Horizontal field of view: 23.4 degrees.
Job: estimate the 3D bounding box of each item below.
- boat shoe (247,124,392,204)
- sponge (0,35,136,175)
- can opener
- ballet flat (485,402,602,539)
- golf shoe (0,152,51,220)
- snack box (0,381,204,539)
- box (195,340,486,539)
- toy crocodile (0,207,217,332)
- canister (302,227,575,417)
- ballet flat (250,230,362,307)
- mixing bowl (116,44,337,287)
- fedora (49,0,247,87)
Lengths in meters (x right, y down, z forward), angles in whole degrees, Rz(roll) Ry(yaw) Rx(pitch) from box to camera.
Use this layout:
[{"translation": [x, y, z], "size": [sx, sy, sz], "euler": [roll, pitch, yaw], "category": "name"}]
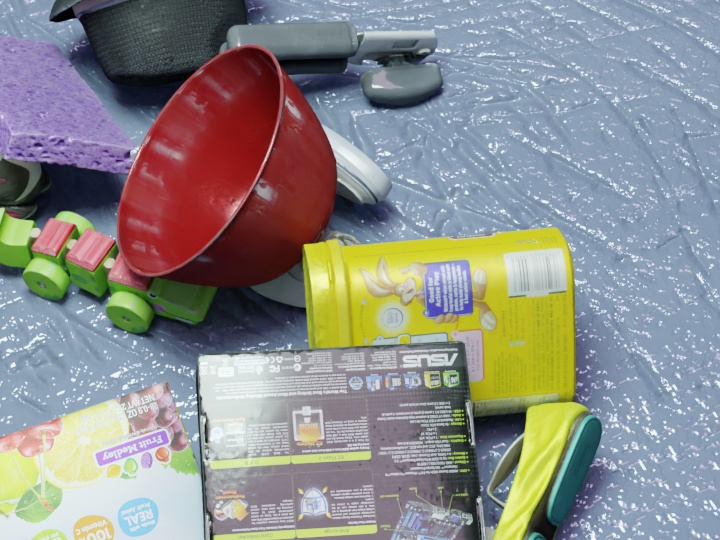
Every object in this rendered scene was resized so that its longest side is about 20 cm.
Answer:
[{"translation": [-0.065, -0.094, 1.474], "size": [0.199, 0.074, 0.067], "euler": [30, 77, 30], "category": "boat shoe"}, {"translation": [-0.276, -0.144, 1.463], "size": [0.111, 0.030, 0.200], "euler": [4, 29, -35], "category": "sponge"}, {"translation": [-0.021, -0.178, 1.502], "size": [0.198, 0.053, 0.067], "euler": [-5, 68, -23], "category": "can opener"}, {"translation": [0.117, 0.187, 1.278], "size": [0.067, 0.067, 0.201], "euler": [11, 67, 30], "category": "ballet flat"}, {"translation": [-0.362, -0.100, 1.468], "size": [0.198, 0.088, 0.078], "euler": [7, 59, 8], "category": "golf shoe"}, {"translation": [-0.184, 0.203, 1.239], "size": [0.167, 0.068, 0.201], "euler": [-19, 77, -16], "category": "snack box"}, {"translation": [-0.014, 0.151, 1.226], "size": [0.198, 0.048, 0.195], "euler": [-3, 73, -7], "category": "box"}, {"translation": [-0.212, -0.005, 1.415], "size": [0.198, 0.062, 0.068], "euler": [19, 59, 13], "category": "toy crocodile"}, {"translation": [0.060, 0.045, 1.326], "size": [0.198, 0.150, 0.087], "euler": [-5, 21, -5], "category": "canister"}, {"translation": [0.000, 0.000, 1.404], "size": [0.198, 0.070, 0.070], "euler": [13, 58, 10], "category": "ballet flat"}, {"translation": [-0.089, -0.064, 1.368], "size": [0.108, 0.200, 0.201], "euler": [30, 43, -33], "category": "mixing bowl"}, {"translation": [-0.168, -0.213, 1.520], "size": [0.199, 0.201, 0.092], "euler": [-15, 93, -8], "category": "fedora"}]
